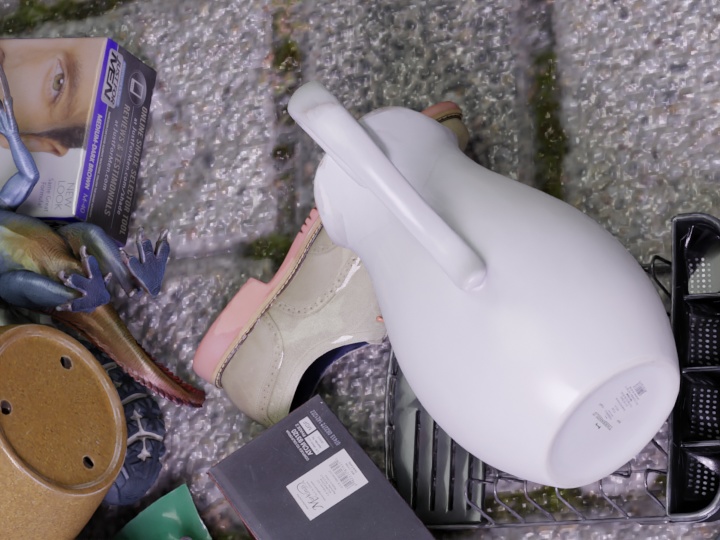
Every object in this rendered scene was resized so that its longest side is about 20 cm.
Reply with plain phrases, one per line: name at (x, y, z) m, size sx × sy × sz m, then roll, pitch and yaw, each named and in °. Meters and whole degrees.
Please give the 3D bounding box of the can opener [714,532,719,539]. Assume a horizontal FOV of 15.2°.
can opener at (0.184, 0.138, 1.279) m, size 0.053 × 0.067 × 0.200 m, roll 36°, pitch 91°, yaw 32°

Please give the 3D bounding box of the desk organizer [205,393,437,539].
desk organizer at (0.010, 0.163, 1.351) m, size 0.072 × 0.077 × 0.200 m, roll -34°, pitch 50°, yaw -8°

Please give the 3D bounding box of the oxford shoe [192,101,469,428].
oxford shoe at (0.000, 0.000, 1.426) m, size 0.074 × 0.071 × 0.200 m, roll 43°, pitch 102°, yaw 16°

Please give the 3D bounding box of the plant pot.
plant pot at (-0.219, 0.107, 1.381) m, size 0.200 × 0.186 × 0.187 m, roll -31°, pitch 61°, yaw 36°

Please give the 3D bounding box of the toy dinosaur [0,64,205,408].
toy dinosaur at (-0.201, -0.003, 1.458) m, size 0.181 × 0.105 × 0.200 m, roll 6°, pitch 120°, yaw 39°

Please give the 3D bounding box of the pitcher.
pitcher at (0.050, 0.000, 1.271) m, size 0.121 × 0.172 × 0.200 m, roll -45°, pitch 57°, yaw 5°

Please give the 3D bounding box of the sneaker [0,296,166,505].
sneaker at (-0.184, 0.073, 1.497) m, size 0.200 × 0.078 × 0.086 m, roll 45°, pitch 114°, yaw 33°

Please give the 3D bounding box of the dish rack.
dish rack at (0.099, 0.058, 1.357) m, size 0.199 × 0.055 × 0.154 m, roll -5°, pitch 71°, yaw 26°

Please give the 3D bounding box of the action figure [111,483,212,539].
action figure at (-0.158, 0.210, 1.441) m, size 0.200 × 0.055 × 0.118 m, roll -30°, pitch 65°, yaw 20°

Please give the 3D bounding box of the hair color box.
hair color box at (-0.224, -0.074, 1.559) m, size 0.199 × 0.065 × 0.110 m, roll 1°, pitch 74°, yaw 26°
